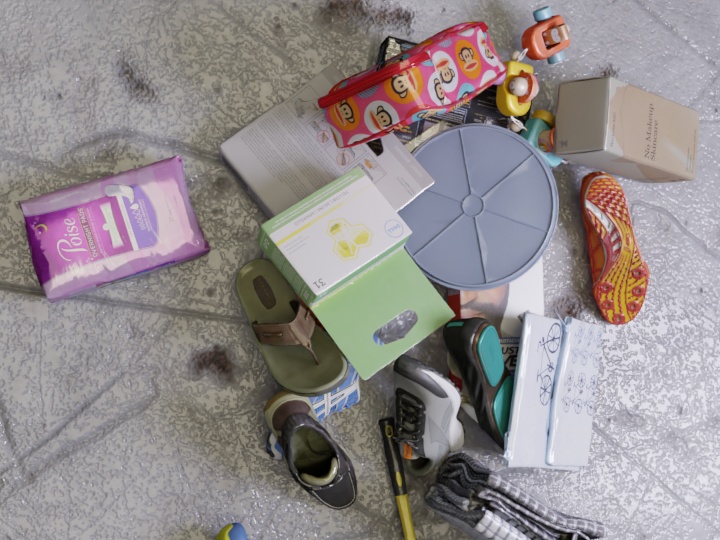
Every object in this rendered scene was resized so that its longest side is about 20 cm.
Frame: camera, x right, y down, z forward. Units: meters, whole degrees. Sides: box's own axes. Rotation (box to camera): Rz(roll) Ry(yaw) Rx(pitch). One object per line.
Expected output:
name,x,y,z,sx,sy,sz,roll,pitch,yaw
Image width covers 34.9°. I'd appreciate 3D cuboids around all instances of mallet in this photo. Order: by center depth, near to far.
mallet,0.042,0.282,1.391,0.066,0.041,0.201,-18,85,-10

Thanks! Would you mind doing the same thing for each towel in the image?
towel,0.177,0.286,1.331,0.165,0.200,0.086,34,80,-8

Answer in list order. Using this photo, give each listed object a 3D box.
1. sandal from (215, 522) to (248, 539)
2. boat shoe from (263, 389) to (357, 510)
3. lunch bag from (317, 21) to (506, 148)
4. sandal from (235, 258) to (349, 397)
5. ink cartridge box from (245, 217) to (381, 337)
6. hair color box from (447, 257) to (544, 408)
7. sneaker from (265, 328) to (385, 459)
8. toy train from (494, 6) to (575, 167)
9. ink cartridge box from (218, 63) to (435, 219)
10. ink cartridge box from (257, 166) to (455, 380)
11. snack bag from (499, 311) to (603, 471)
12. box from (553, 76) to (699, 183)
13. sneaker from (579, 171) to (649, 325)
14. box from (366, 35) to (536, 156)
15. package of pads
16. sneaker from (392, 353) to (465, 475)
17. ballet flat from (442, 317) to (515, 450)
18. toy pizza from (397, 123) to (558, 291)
sandal,-0.108,0.381,1.335,0.087,0.079,0.201,-23,99,-15
boat shoe,-0.052,0.220,1.310,0.071,0.066,0.201,-26,130,-1
lunch bag,0.051,-0.203,1.294,0.200,0.176,0.082,-34,101,-47
sandal,-0.087,0.061,1.281,0.080,0.057,0.201,-33,60,-9
ink cartridge box,-0.039,-0.015,1.385,0.161,0.050,0.201,13,87,-10
hair color box,0.167,0.067,1.414,0.110,0.064,0.201,-1,85,-10
sneaker,-0.044,0.145,1.337,0.077,0.076,0.200,32,105,-5
toy train,0.234,-0.216,1.405,0.150,0.056,0.201,-27,106,-32
ink cartridge box,-0.041,-0.119,1.369,0.176,0.045,0.200,-38,79,-13
ink cartridge box,0.000,0.000,1.277,0.145,0.048,0.200,-33,76,-25
snack bag,0.236,0.146,1.382,0.200,0.021,0.190,16,82,-52
box,0.328,-0.169,1.407,0.199,0.078,0.096,7,86,-43
sneaker,0.321,-0.030,1.450,0.073,0.077,0.201,-7,104,6
box,0.108,-0.188,1.425,0.199,0.050,0.159,12,84,-10
package of pads,-0.284,-0.049,1.325,0.199,0.076,0.121,-18,87,-12
sneaker,0.071,0.171,1.326,0.074,0.201,0.079,27,61,33
ballet flat,0.143,0.129,1.332,0.068,0.068,0.201,-47,131,-35
toy pizza,0.136,-0.075,1.369,0.199,0.032,0.201,-1,84,10
